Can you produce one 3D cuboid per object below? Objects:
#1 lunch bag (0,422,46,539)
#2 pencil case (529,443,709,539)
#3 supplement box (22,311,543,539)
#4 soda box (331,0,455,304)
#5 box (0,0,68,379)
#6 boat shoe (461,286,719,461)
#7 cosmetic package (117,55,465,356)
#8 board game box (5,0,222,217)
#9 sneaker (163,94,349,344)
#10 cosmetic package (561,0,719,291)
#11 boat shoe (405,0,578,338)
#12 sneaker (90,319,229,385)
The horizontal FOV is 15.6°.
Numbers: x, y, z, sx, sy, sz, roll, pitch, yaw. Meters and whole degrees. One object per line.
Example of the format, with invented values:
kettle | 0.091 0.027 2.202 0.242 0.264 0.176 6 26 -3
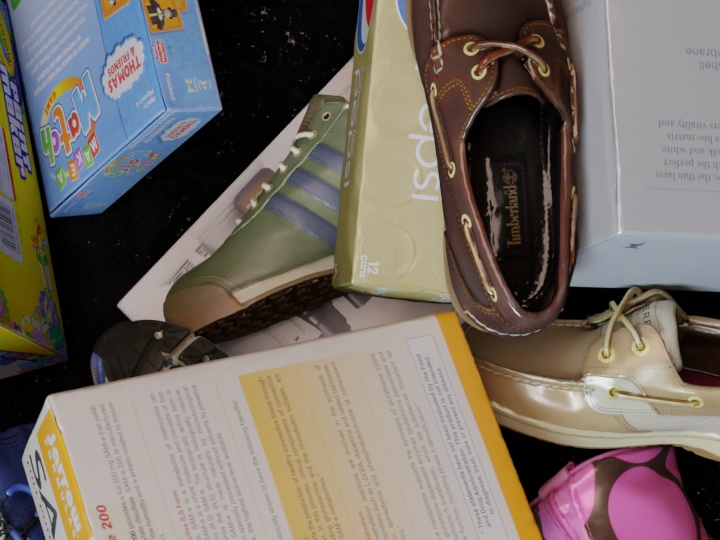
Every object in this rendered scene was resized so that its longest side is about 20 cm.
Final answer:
lunch bag | -0.184 0.161 1.242 0.132 0.200 0.136 -15 69 -34
pencil case | 0.137 0.180 1.231 0.091 0.093 0.201 -38 64 44
supplement box | -0.035 0.105 1.162 0.199 0.074 0.127 -11 67 -22
soda box | 0.032 -0.087 1.205 0.067 0.064 0.201 6 86 -9
box | -0.272 -0.036 1.332 0.192 0.122 0.201 -15 73 12
boat shoe | 0.137 0.042 1.230 0.199 0.074 0.067 8 125 -2
cosmetic package | 0.000 0.000 1.324 0.151 0.052 0.200 43 90 14
board game box | -0.136 -0.147 1.340 0.036 0.151 0.201 -4 74 -31
sneaker | -0.013 -0.039 1.274 0.199 0.067 0.090 -24 78 -1
cosmetic package | 0.178 -0.096 1.225 0.198 0.123 0.201 3 77 -20
boat shoe | 0.064 -0.072 1.143 0.070 0.070 0.201 -8 88 -9
sneaker | -0.078 0.112 1.265 0.089 0.201 0.079 -5 33 46
